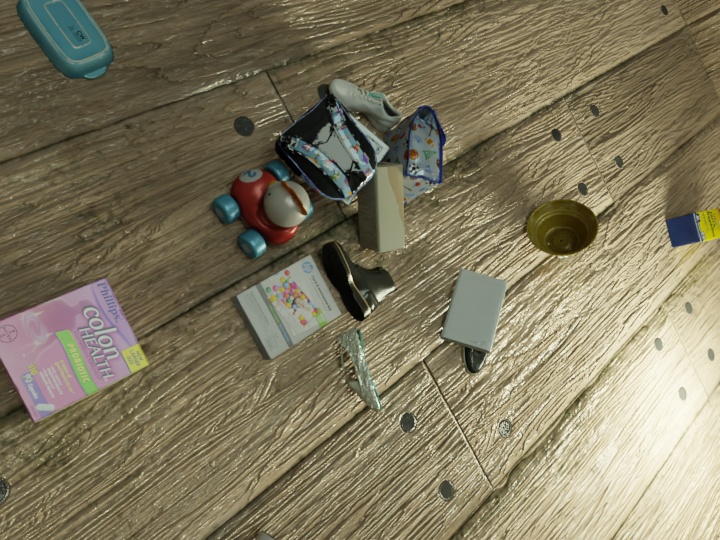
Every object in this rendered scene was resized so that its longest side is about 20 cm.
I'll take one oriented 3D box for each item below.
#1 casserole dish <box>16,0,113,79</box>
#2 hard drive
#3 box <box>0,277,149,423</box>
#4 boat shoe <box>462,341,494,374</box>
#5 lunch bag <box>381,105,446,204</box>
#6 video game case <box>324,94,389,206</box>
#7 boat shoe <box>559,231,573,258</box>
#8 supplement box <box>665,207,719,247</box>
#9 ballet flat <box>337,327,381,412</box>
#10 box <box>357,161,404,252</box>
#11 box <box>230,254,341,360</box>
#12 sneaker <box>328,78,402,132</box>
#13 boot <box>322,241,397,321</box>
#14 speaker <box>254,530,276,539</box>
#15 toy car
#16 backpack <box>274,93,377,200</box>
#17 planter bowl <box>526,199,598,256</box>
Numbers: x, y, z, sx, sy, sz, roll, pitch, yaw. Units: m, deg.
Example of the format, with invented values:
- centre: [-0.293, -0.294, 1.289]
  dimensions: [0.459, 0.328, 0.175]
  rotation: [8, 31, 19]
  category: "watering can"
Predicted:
- centre: [-0.574, -0.474, 1.091]
  dimensions: [0.121, 0.039, 0.200]
  rotation: [-40, 102, -30]
  category: "casserole dish"
- centre: [0.299, 0.103, 1.463]
  dimensions: [0.131, 0.026, 0.201]
  rotation: [16, 68, 9]
  category: "hard drive"
- centre: [-0.509, 0.137, 0.976]
  dimensions: [0.200, 0.097, 0.176]
  rotation: [-27, 94, -32]
  category: "box"
- centre: [0.327, 0.178, 1.478]
  dimensions: [0.074, 0.066, 0.200]
  rotation: [30, 67, -24]
  category: "boat shoe"
- centre: [0.124, -0.289, 1.389]
  dimensions: [0.123, 0.170, 0.201]
  rotation: [10, 73, -27]
  category: "lunch bag"
- centre: [-0.057, -0.285, 1.331]
  dimensions: [0.200, 0.023, 0.182]
  rotation: [38, 80, -14]
  category: "video game case"
- centre: [0.680, -0.113, 1.746]
  dimensions: [0.073, 0.062, 0.200]
  rotation: [51, 60, -12]
  category: "boat shoe"
- centre: [1.246, -0.159, 2.062]
  dimensions: [0.199, 0.109, 0.109]
  rotation: [-11, 86, -32]
  category: "supplement box"
- centre: [-0.007, 0.232, 1.282]
  dimensions: [0.072, 0.072, 0.201]
  rotation: [-14, 85, -32]
  category: "ballet flat"
- centre: [0.047, -0.152, 1.323]
  dimensions: [0.078, 0.095, 0.201]
  rotation: [-13, 111, -30]
  category: "box"
- centre: [-0.159, 0.079, 1.227]
  dimensions: [0.200, 0.041, 0.156]
  rotation: [-31, 97, -32]
  category: "box"
- centre: [0.019, -0.430, 1.403]
  dimensions: [0.200, 0.088, 0.075]
  rotation: [25, 70, -24]
  category: "sneaker"
- centre: [0.000, 0.000, 1.324]
  dimensions: [0.138, 0.077, 0.200]
  rotation: [-36, 112, -35]
  category: "boot"
- centre: [-0.215, 0.613, 1.067]
  dimensions: [0.081, 0.081, 0.200]
  rotation: [43, 63, -17]
  category: "speaker"
- centre: [-0.176, -0.149, 1.167]
  dimensions: [0.184, 0.200, 0.177]
  rotation: [-41, 102, -30]
  category: "toy car"
- centre: [-0.070, -0.259, 1.245]
  dimensions: [0.183, 0.135, 0.200]
  rotation: [-44, 101, -12]
  category: "backpack"
- centre: [0.599, -0.108, 1.661]
  dimensions: [0.201, 0.200, 0.084]
  rotation: [-65, 152, -23]
  category: "planter bowl"
